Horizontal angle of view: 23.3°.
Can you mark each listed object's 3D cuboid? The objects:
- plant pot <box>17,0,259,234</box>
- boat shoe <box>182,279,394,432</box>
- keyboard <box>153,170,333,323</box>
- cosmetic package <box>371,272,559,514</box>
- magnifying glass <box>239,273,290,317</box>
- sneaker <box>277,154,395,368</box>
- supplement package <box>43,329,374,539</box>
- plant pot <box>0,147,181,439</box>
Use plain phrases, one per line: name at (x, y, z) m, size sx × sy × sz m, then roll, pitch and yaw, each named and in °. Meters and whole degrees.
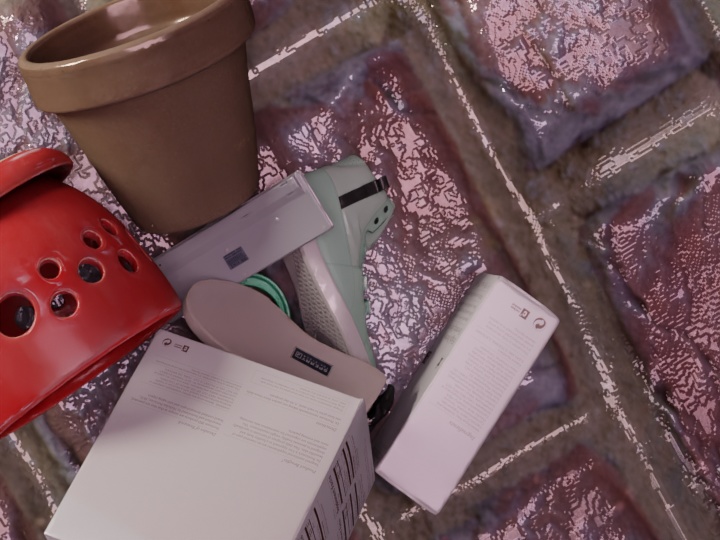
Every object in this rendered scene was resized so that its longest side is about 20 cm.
plant pot at (-0.162, -0.133, 1.463) m, size 0.198 × 0.200 × 0.176 m, roll -23°, pitch 112°, yaw -5°
boat shoe at (-0.073, 0.092, 1.503) m, size 0.199 × 0.093 × 0.075 m, roll 32°, pitch 50°, yaw 5°
keyboard at (-0.110, -0.018, 1.491) m, size 0.199 × 0.011 × 0.057 m, roll -29°, pitch 101°, yaw 31°
cosmetic package at (0.086, 0.105, 1.528) m, size 0.074 × 0.102 × 0.201 m, roll 34°, pitch 86°, yaw -6°
magnifying glass at (-0.108, 0.102, 1.544) m, size 0.079 × 0.022 × 0.203 m, roll 7°, pitch 92°, yaw -7°
sneaker at (0.000, 0.000, 1.529) m, size 0.118 × 0.073 × 0.202 m, roll -31°, pitch 113°, yaw -28°
supplement package at (-0.114, 0.191, 1.410) m, size 0.189 × 0.148 × 0.201 m, roll 17°, pitch 59°, yaw 17°
plant pot at (-0.276, 0.015, 1.435) m, size 0.200 × 0.200 × 0.183 m, roll -37°, pitch 91°, yaw -4°
